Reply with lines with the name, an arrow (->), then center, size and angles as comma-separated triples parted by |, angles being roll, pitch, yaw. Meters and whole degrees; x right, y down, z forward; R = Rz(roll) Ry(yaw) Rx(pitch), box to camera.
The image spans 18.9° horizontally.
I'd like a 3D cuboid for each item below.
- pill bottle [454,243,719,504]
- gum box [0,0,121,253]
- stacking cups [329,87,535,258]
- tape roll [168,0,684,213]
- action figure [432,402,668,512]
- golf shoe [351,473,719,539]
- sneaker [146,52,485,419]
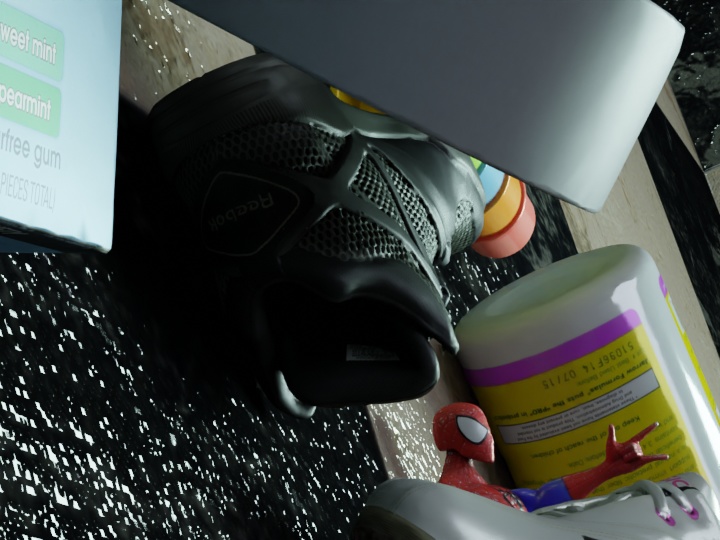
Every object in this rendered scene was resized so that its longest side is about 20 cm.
pill bottle -> 0.127, 0.097, 1.025 | 0.201, 0.104, 0.104 | 66, 14, -8
gum box -> -0.100, -0.113, 0.463 | 0.170, 0.044, 0.202 | 18, 73, -72
stacking cups -> 0.047, -0.052, 1.052 | 0.200, 0.060, 0.061 | 42, 28, -62
tape roll -> 0.002, -0.092, 0.690 | 0.199, 0.067, 0.200 | 26, 6, -3
action figure -> 0.089, 0.136, 0.840 | 0.201, 0.098, 0.065 | 68, 17, 14
golf shoe -> 0.081, 0.106, 0.749 | 0.199, 0.072, 0.093 | 29, 76, -31
sneaker -> 0.000, 0.000, 0.759 | 0.199, 0.076, 0.115 | 18, 52, -69
